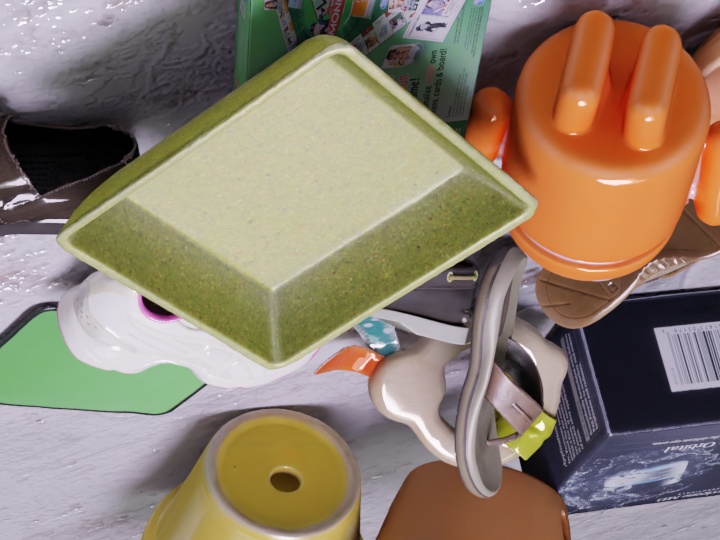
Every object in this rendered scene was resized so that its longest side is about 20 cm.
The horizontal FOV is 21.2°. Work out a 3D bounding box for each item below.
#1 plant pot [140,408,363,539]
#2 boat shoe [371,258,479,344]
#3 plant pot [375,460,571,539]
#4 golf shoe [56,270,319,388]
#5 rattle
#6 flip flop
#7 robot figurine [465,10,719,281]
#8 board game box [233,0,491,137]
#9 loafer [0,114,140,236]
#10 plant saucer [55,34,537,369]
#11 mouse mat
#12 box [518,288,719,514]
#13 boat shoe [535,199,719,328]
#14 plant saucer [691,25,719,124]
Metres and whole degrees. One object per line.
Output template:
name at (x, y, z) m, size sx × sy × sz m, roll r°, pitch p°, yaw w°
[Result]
plant pot at (-0.080, 0.223, 1.595) m, size 0.200 × 0.201 × 0.189 m, roll -3°, pitch 140°, yaw -19°
boat shoe at (0.000, 0.000, 1.298) m, size 0.201 × 0.061 × 0.072 m, roll 17°, pitch -179°, yaw -42°
plant pot at (0.090, 0.244, 1.554) m, size 0.199 × 0.141 × 0.200 m, roll 10°, pitch 151°, yaw 6°
golf shoe at (-0.100, 0.030, 1.296) m, size 0.199 × 0.076 × 0.092 m, roll 4°, pitch 148°, yaw -34°
rattle at (0.052, 0.069, 1.504) m, size 0.199 × 0.143 × 0.131 m, roll 10°, pitch 118°, yaw -12°
flip flop at (0.107, 0.078, 1.394) m, size 0.057 × 0.201 × 0.081 m, roll 12°, pitch -157°, yaw 11°
robot figurine at (0.144, -0.068, 1.139) m, size 0.143 × 0.117 × 0.200 m, roll -21°, pitch 154°, yaw -13°
board game box at (-0.004, -0.099, 1.071) m, size 0.134 × 0.029 × 0.200 m, roll -7°, pitch 144°, yaw -12°
loafer at (-0.212, -0.058, 1.066) m, size 0.199 × 0.073 × 0.071 m, roll -9°, pitch 151°, yaw -27°
plant saucer at (-0.035, -0.043, 1.065) m, size 0.200 × 0.048 × 0.200 m, roll -32°, pitch 140°, yaw 21°
mouse mat at (-0.187, 0.069, 1.416) m, size 0.199 × 0.008 × 0.161 m, roll 7°, pitch 149°, yaw -38°
box at (0.247, 0.109, 1.579) m, size 0.196 × 0.118 × 0.200 m, roll -5°, pitch 156°, yaw -16°
boat shoe at (0.213, -0.031, 1.339) m, size 0.200 × 0.072 × 0.072 m, roll -37°, pitch 178°, yaw 24°
plant saucer at (0.281, -0.124, 1.187) m, size 0.199 × 0.038 × 0.200 m, roll -11°, pitch 155°, yaw -5°
